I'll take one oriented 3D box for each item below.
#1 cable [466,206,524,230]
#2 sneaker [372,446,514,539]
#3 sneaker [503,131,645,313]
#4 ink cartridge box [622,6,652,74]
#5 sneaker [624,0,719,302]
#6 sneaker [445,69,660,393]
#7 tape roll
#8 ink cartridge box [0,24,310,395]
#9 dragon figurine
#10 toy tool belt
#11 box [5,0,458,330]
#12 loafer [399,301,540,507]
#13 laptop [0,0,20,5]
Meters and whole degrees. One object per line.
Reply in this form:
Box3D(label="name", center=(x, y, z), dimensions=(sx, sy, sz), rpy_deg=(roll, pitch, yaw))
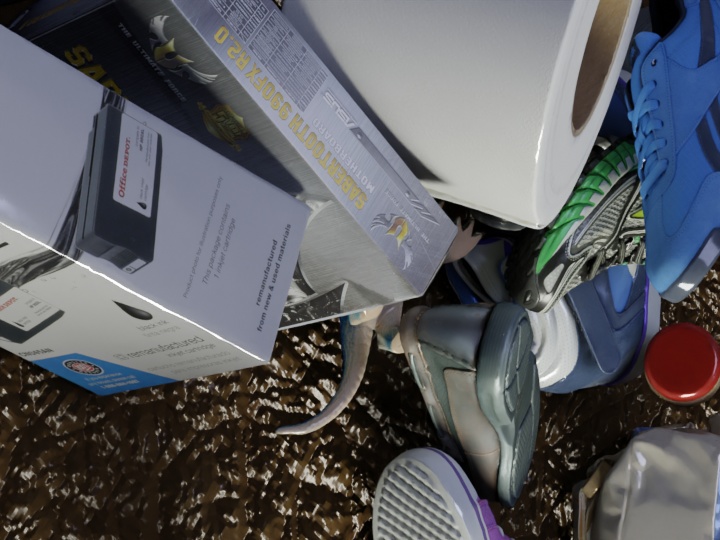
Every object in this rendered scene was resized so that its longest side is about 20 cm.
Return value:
Box3D(label="cable", center=(0.093, -0.077, 1.110), dimensions=(0.096, 0.050, 0.201), rpy_deg=(24, 41, -17))
Box3D(label="sneaker", center=(0.076, 0.171, 1.086), dimensions=(0.114, 0.072, 0.202), rpy_deg=(-38, 117, -43))
Box3D(label="sneaker", center=(0.160, -0.032, 1.090), dimensions=(0.199, 0.078, 0.085), rpy_deg=(-35, 83, -31))
Box3D(label="ink cartridge box", center=(0.253, -0.105, 1.206), dimensions=(0.083, 0.199, 0.147), rpy_deg=(-43, 110, -38))
Box3D(label="sneaker", center=(0.166, -0.073, 1.037), dimensions=(0.078, 0.066, 0.201), rpy_deg=(26, 54, -13))
Box3D(label="sneaker", center=(0.114, -0.029, 1.146), dimensions=(0.146, 0.080, 0.202), rpy_deg=(6, 83, -45))
Box3D(label="tape roll", center=(0.059, -0.138, 0.967), dimensions=(0.203, 0.138, 0.205), rpy_deg=(18, 90, -77))
Box3D(label="ink cartridge box", center=(-0.147, -0.024, 0.871), dimensions=(0.199, 0.144, 0.085), rpy_deg=(30, 63, -33))
Box3D(label="dragon figurine", center=(0.000, 0.000, 1.054), dimensions=(0.059, 0.099, 0.202), rpy_deg=(30, 82, -35))
Box3D(label="toy tool belt", center=(0.194, 0.139, 1.175), dimensions=(0.123, 0.124, 0.202), rpy_deg=(32, 63, -71))
Box3D(label="box", center=(-0.070, -0.059, 0.938), dimensions=(0.200, 0.158, 0.049), rpy_deg=(50, 54, -23))
Box3D(label="loafer", center=(0.061, 0.067, 1.051), dimensions=(0.200, 0.062, 0.072), rpy_deg=(77, 28, -61))
Box3D(label="laptop", center=(-0.110, -0.248, 0.977), dimensions=(0.103, 0.198, 0.179), rpy_deg=(-39, 112, -78))
